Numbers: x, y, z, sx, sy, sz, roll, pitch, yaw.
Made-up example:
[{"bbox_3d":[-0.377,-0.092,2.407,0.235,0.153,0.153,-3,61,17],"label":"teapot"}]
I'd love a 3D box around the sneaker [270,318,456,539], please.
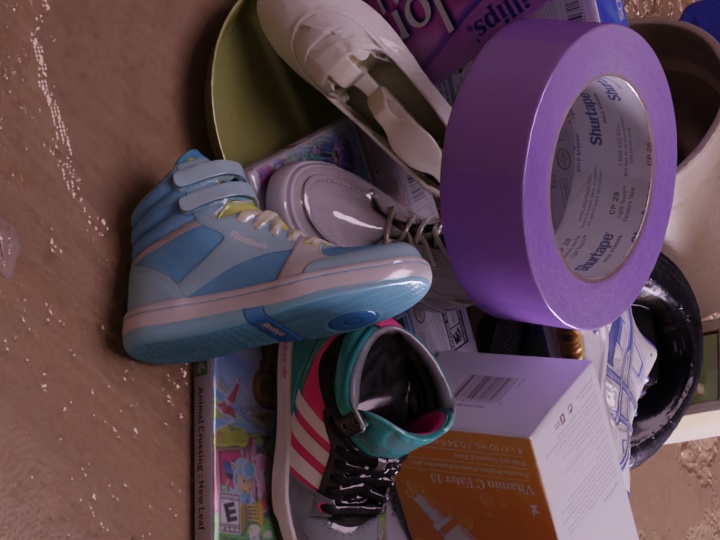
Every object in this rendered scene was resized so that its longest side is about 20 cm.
[{"bbox_3d":[0.007,0.116,1.483,0.084,0.121,0.200,-5,93,-34],"label":"sneaker"}]

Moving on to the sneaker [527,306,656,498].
[{"bbox_3d":[0.178,0.085,1.660,0.088,0.075,0.200,-17,108,-31],"label":"sneaker"}]

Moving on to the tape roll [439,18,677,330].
[{"bbox_3d":[0.133,-0.063,1.533,0.200,0.066,0.200,-16,110,-52],"label":"tape roll"}]

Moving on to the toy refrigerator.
[{"bbox_3d":[0.275,0.082,1.809,0.070,0.200,0.076,23,63,-45],"label":"toy refrigerator"}]

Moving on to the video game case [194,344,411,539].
[{"bbox_3d":[-0.036,0.113,1.568,0.200,0.022,0.182,15,68,-47],"label":"video game case"}]

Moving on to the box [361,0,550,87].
[{"bbox_3d":[0.036,-0.239,1.589,0.200,0.176,0.097,52,33,-6],"label":"box"}]

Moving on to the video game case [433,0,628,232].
[{"bbox_3d":[0.117,-0.120,1.691,0.045,0.181,0.200,-10,87,-53],"label":"video game case"}]

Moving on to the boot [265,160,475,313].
[{"bbox_3d":[0.033,-0.026,1.546,0.200,0.095,0.074,24,66,-47],"label":"boot"}]

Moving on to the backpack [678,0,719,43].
[{"bbox_3d":[0.339,-0.112,1.981,0.168,0.162,0.200,-53,133,-33],"label":"backpack"}]

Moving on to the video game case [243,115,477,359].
[{"bbox_3d":[0.000,0.000,1.597,0.182,0.024,0.200,-31,108,-49],"label":"video game case"}]

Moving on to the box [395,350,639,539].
[{"bbox_3d":[0.109,0.166,1.612,0.097,0.124,0.200,-45,127,-44],"label":"box"}]

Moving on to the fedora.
[{"bbox_3d":[0.158,0.060,1.745,0.200,0.092,0.201,-6,101,-33],"label":"fedora"}]

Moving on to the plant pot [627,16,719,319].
[{"bbox_3d":[0.224,-0.061,1.815,0.184,0.200,0.201,55,43,-40],"label":"plant pot"}]

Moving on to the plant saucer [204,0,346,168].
[{"bbox_3d":[-0.043,-0.100,1.613,0.200,0.031,0.200,18,66,-47],"label":"plant saucer"}]

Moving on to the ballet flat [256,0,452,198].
[{"bbox_3d":[0.009,-0.121,1.556,0.200,0.069,0.069,45,45,-5],"label":"ballet flat"}]

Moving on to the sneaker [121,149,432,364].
[{"bbox_3d":[-0.058,-0.023,1.455,0.080,0.200,0.131,52,30,-66],"label":"sneaker"}]
